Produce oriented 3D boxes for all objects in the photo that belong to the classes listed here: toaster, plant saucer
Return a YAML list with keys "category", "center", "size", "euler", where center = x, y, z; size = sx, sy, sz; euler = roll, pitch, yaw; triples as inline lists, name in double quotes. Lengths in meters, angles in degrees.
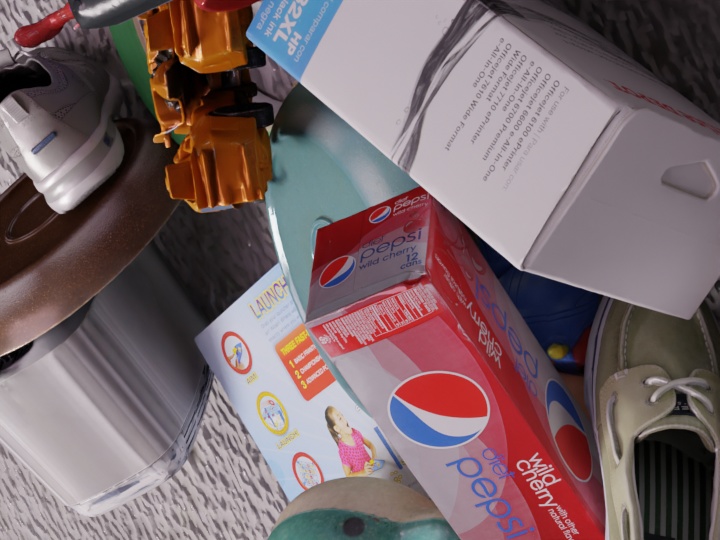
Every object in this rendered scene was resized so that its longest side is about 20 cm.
- category: "toaster"
  center: [-0.164, 0.055, 1.297]
  size: [0.113, 0.201, 0.129]
  euler: [-29, 115, 21]
- category: "plant saucer"
  center: [0.000, 0.000, 1.074]
  size: [0.200, 0.027, 0.201]
  euler: [51, 154, 38]
- category: "plant saucer"
  center: [-0.180, -0.027, 1.265]
  size: [0.199, 0.201, 0.032]
  euler: [-6, 131, 50]

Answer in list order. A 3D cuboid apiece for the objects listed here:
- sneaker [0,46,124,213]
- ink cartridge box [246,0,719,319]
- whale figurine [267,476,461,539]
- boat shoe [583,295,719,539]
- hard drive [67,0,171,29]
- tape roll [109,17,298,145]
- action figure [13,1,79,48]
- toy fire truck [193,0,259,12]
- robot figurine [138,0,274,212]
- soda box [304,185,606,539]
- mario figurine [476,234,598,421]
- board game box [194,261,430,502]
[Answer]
- category: "sneaker"
  center: [-0.188, -0.107, 1.274]
  size: [0.082, 0.075, 0.200]
  euler: [51, 179, -24]
- category: "ink cartridge box"
  center: [0.068, -0.074, 0.953]
  size: [0.200, 0.145, 0.084]
  euler: [43, 107, 36]
- category: "whale figurine"
  center: [0.038, 0.190, 1.132]
  size: [0.198, 0.104, 0.160]
  euler: [18, 141, 10]
- category: "boat shoe"
  center: [0.140, 0.078, 0.955]
  size: [0.062, 0.071, 0.202]
  euler: [106, 168, -58]
- category: "hard drive"
  center: [-0.066, -0.194, 0.876]
  size: [0.199, 0.033, 0.141]
  euler: [-16, 90, 43]
- category: "tape roll"
  center: [-0.066, -0.152, 1.182]
  size: [0.200, 0.048, 0.202]
  euler: [27, 130, 37]
- category: "action figure"
  center: [-0.141, -0.174, 1.182]
  size: [0.199, 0.051, 0.066]
  euler: [-18, 93, 49]
- category: "toy fire truck"
  center: [-0.047, -0.225, 0.907]
  size: [0.141, 0.049, 0.200]
  euler: [53, 130, 19]
- category: "robot figurine"
  center: [-0.078, -0.097, 1.067]
  size: [0.200, 0.058, 0.146]
  euler: [-124, 27, -77]
- category: "soda box"
  center: [0.052, 0.060, 0.970]
  size: [0.063, 0.070, 0.201]
  euler: [-21, 124, 21]
- category: "mario figurine"
  center: [0.090, 0.039, 1.063]
  size: [0.123, 0.105, 0.202]
  euler: [-173, 67, -71]
- category: "board game box"
  center: [0.015, 0.075, 1.213]
  size: [0.197, 0.056, 0.200]
  euler: [59, 142, 6]
